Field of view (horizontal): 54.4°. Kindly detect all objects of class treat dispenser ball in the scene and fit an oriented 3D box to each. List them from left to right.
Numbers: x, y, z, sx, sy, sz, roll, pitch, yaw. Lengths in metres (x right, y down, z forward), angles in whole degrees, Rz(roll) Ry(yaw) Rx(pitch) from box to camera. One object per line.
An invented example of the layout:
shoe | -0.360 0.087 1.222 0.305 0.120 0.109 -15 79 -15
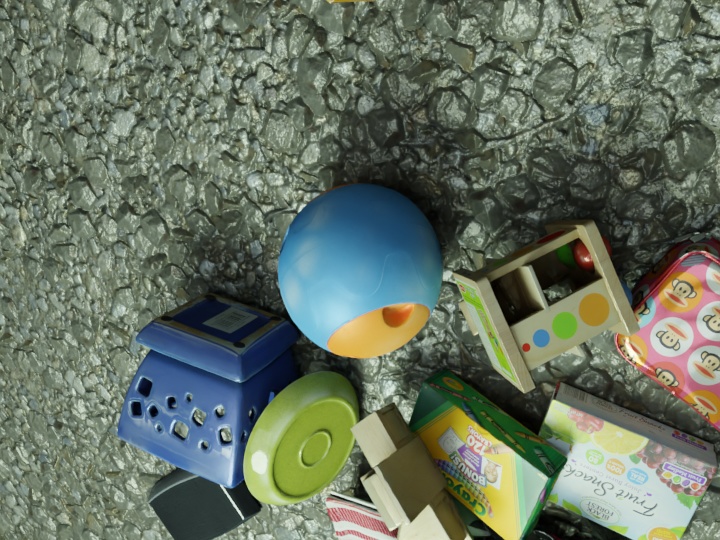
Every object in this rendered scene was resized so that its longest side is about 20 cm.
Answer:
treat dispenser ball | 0.000 0.000 0.831 0.196 0.201 0.206 8 113 20

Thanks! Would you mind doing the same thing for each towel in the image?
towel | 0.025 0.397 1.031 0.140 0.023 0.203 12 139 19

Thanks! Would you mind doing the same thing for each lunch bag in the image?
lunch bag | 0.393 0.063 0.751 0.199 0.082 0.178 38 119 6

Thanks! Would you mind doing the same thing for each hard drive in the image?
hard drive | -0.274 0.400 1.200 0.198 0.042 0.137 -30 95 30

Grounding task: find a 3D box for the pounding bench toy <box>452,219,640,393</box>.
pounding bench toy | 0.201 0.026 0.803 0.153 0.200 0.127 -26 95 -2

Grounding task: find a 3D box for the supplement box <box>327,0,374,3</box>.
supplement box | -0.024 -0.423 0.717 0.199 0.133 0.198 42 120 3

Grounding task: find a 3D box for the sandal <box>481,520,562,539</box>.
sandal | 0.246 0.383 0.939 0.199 0.045 0.076 40 79 0

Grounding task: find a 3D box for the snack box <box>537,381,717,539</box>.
snack box | 0.315 0.245 0.872 0.196 0.053 0.146 21 118 17

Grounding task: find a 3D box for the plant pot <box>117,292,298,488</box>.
plant pot | -0.201 0.150 0.989 0.195 0.200 0.185 16 109 18

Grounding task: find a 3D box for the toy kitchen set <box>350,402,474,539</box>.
toy kitchen set | 0.006 0.307 0.867 0.179 0.163 0.203 -36 77 17

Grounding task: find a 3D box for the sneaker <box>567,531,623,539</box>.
sneaker | 0.265 0.368 0.879 0.196 0.082 0.074 16 156 -26

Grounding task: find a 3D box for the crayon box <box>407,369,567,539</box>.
crayon box | 0.153 0.237 0.905 0.198 0.058 0.121 34 122 31

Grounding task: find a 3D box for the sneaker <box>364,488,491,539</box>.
sneaker | 0.107 0.318 0.983 0.196 0.081 0.074 27 160 -4

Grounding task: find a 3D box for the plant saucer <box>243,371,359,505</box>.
plant saucer | -0.069 0.238 0.961 0.031 0.197 0.205 28 122 42
